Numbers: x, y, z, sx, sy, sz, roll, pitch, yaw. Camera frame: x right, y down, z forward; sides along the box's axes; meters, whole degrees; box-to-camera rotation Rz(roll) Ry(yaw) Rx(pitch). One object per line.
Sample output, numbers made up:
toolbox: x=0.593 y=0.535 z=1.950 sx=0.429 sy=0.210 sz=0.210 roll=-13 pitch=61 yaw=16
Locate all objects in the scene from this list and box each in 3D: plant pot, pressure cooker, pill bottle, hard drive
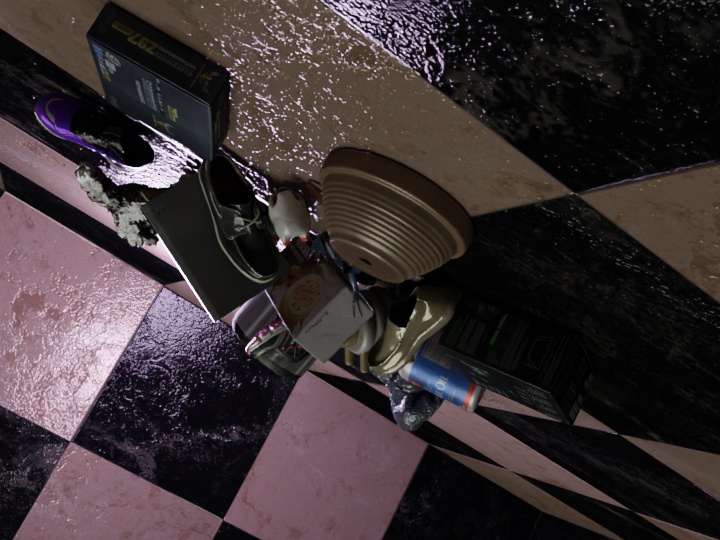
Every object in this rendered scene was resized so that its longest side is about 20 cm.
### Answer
plant pot: x=0.026 y=-0.049 z=0.995 sx=0.200 sy=0.093 sz=0.201 roll=28 pitch=167 yaw=7
pressure cooker: x=-0.119 y=0.076 z=1.550 sx=0.179 sy=0.200 sz=0.176 roll=44 pitch=-175 yaw=22
pill bottle: x=0.137 y=0.164 z=1.517 sx=0.199 sy=0.113 sz=0.112 roll=25 pitch=166 yaw=16
hard drive: x=-0.212 y=-0.044 z=1.241 sx=0.201 sy=0.139 sz=0.033 roll=57 pitch=163 yaw=-4

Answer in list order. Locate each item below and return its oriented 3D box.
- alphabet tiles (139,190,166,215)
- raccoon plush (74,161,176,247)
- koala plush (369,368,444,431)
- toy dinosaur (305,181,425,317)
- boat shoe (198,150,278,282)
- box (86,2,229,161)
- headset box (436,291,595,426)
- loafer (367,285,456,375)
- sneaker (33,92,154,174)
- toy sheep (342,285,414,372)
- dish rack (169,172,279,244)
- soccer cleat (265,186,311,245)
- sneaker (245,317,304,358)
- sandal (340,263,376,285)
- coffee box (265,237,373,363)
alphabet tiles: x=-0.262 y=-0.052 z=1.331 sx=0.200 sy=0.006 sz=0.166 roll=50 pitch=-161 yaw=9
raccoon plush: x=-0.365 y=-0.135 z=1.382 sx=0.096 sy=0.135 sz=0.201 roll=-22 pitch=123 yaw=16
koala plush: x=0.082 y=0.194 z=1.664 sx=0.200 sy=0.184 sz=0.177 roll=41 pitch=166 yaw=1
toy dinosaur: x=0.022 y=-0.030 z=1.174 sx=0.104 sy=0.202 sz=0.181 roll=0 pitch=-173 yaw=38
boat shoe: x=-0.174 y=-0.076 z=1.203 sx=0.201 sy=0.071 sz=0.068 roll=65 pitch=155 yaw=-2
box: x=-0.235 y=-0.217 z=1.002 sx=0.157 sy=0.051 sz=0.200 roll=29 pitch=167 yaw=-4
headset box: x=0.228 y=0.130 z=1.242 sx=0.199 sy=0.093 sz=0.174 roll=21 pitch=165 yaw=32
loafer: x=0.064 y=0.083 z=1.258 sx=0.068 sy=0.076 sz=0.200 roll=28 pitch=126 yaw=-19
sneaker: x=-0.408 y=-0.221 z=1.320 sx=0.199 sy=0.070 sz=0.099 roll=29 pitch=167 yaw=-36
toy sheep: x=0.037 y=0.090 z=1.386 sx=0.199 sy=0.139 sz=0.137 roll=-9 pitch=-170 yaw=-33
dish rack: x=-0.214 y=-0.101 z=1.361 sx=0.199 sy=0.044 sz=0.172 roll=33 pitch=179 yaw=-15
soccer cleat: x=-0.106 y=-0.084 z=1.224 sx=0.069 sy=0.078 sz=0.200 roll=-13 pitch=-172 yaw=-9
sneaker: x=-0.096 y=0.113 z=1.427 sx=0.088 sy=0.199 sz=0.074 roll=65 pitch=171 yaw=-8
sandal: x=0.001 y=0.001 z=1.327 sx=0.075 sy=0.048 sz=0.201 roll=28 pitch=168 yaw=7
coffee box: x=-0.075 y=0.037 z=1.325 sx=0.080 sy=0.114 sz=0.200 roll=43 pitch=-175 yaw=-36
